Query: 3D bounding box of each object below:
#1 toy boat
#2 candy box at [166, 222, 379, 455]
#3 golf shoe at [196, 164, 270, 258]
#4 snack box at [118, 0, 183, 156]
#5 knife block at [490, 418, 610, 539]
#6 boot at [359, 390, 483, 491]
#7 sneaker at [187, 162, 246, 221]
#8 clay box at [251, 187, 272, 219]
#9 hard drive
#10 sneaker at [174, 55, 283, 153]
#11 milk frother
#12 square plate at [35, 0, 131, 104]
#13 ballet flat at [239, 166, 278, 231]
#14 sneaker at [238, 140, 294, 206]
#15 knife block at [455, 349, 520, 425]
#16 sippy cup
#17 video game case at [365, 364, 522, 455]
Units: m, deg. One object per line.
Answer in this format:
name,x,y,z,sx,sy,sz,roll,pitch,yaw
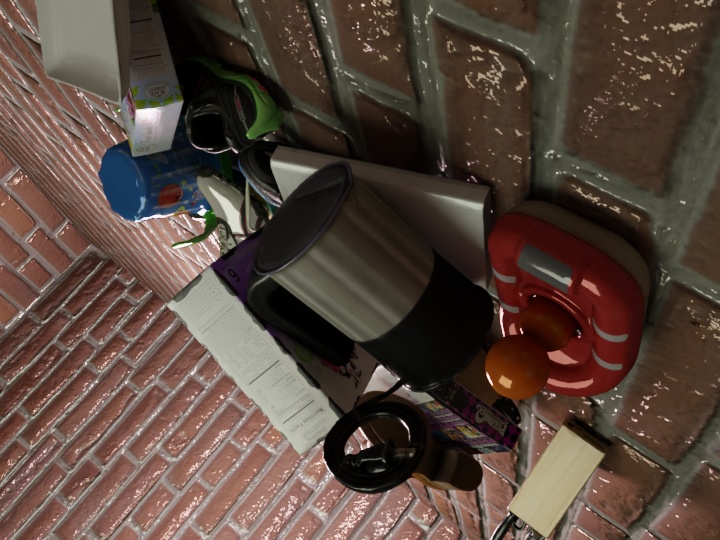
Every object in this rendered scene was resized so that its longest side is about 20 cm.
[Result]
toy boat,0.149,0.048,0.641,0.130,0.131,0.200,31,162,30
candy box,-0.078,0.063,0.823,0.200,0.071,0.168,49,-157,-5
golf shoe,-0.150,-0.042,1.000,0.200,0.088,0.077,53,164,-27
snack box,-0.240,-0.217,0.856,0.200,0.053,0.143,163,93,-72
knife block,0.237,0.298,1.026,0.064,0.176,0.200,34,162,19
boot,0.043,0.214,1.000,0.200,0.077,0.155,31,161,-23
sneaker,-0.198,-0.099,1.121,0.200,0.088,0.076,16,151,55
clay box,-0.075,-0.052,1.039,0.115,0.048,0.200,30,162,34
hard drive,0.023,-0.048,0.736,0.199,0.027,0.132,14,150,20
sneaker,-0.166,-0.175,0.850,0.200,0.084,0.077,25,157,48
milk frother,-0.007,0.051,0.666,0.188,0.180,0.200,39,-154,-25
square plate,-0.269,-0.275,0.761,0.200,0.028,0.199,26,122,45
ballet flat,-0.091,-0.044,0.917,0.067,0.070,0.201,-124,16,-83
sneaker,-0.038,-0.090,0.830,0.199,0.071,0.083,30,157,15
knife block,0.143,0.145,1.012,0.175,0.064,0.200,38,163,6
sippy cup,-0.257,-0.125,1.019,0.178,0.130,0.140,43,130,18
video game case,0.079,0.168,0.987,0.181,0.036,0.200,36,158,-5
